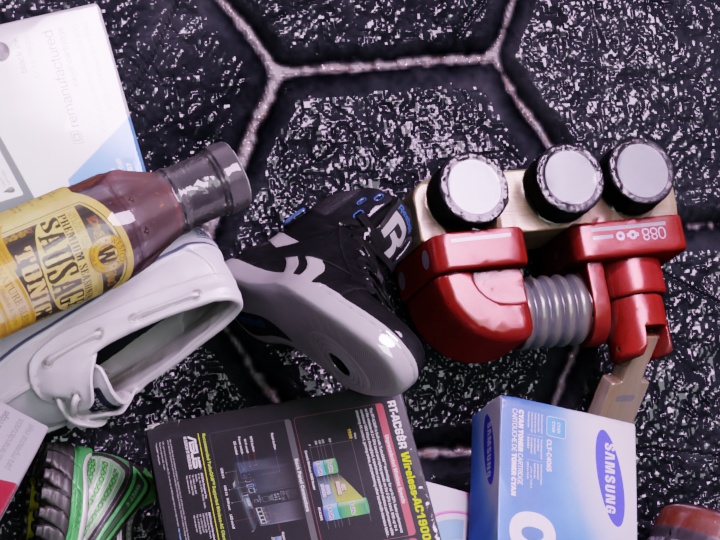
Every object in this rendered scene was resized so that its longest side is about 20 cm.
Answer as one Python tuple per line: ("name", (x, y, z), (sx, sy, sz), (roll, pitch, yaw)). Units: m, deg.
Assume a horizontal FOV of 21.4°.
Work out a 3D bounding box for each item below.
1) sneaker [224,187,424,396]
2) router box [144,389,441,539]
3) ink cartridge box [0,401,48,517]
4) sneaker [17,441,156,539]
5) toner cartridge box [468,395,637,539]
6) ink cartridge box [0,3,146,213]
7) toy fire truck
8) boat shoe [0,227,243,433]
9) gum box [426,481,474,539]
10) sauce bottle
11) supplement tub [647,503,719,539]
("sneaker", (0.000, 0.000, 1.107), (0.112, 0.200, 0.073), (-39, 120, -18))
("router box", (-0.029, 0.169, 1.052), (0.149, 0.062, 0.201), (-10, 58, -8))
("ink cartridge box", (-0.293, 0.117, 0.980), (0.200, 0.145, 0.145), (29, 112, -6))
("sneaker", (-0.155, 0.202, 1.093), (0.085, 0.078, 0.201), (9, 81, -20))
("toner cartridge box", (0.113, 0.180, 1.122), (0.095, 0.043, 0.201), (13, 60, -19))
("ink cartridge box", (-0.232, -0.056, 1.092), (0.199, 0.084, 0.145), (-16, 90, -20))
("toy fire truck", (0.117, 0.035, 1.198), (0.175, 0.129, 0.201), (-6, 76, -20))
("boat shoe", (-0.157, 0.054, 1.082), (0.200, 0.074, 0.065), (-39, 55, 4))
("gum box", (0.040, 0.194, 1.151), (0.199, 0.066, 0.114), (16, 59, -16))
("sauce bottle", (-0.155, -0.016, 1.038), (0.200, 0.066, 0.066), (-27, 93, -18))
("supplement tub", (0.203, 0.256, 1.197), (0.107, 0.107, 0.201), (28, 75, -14))
